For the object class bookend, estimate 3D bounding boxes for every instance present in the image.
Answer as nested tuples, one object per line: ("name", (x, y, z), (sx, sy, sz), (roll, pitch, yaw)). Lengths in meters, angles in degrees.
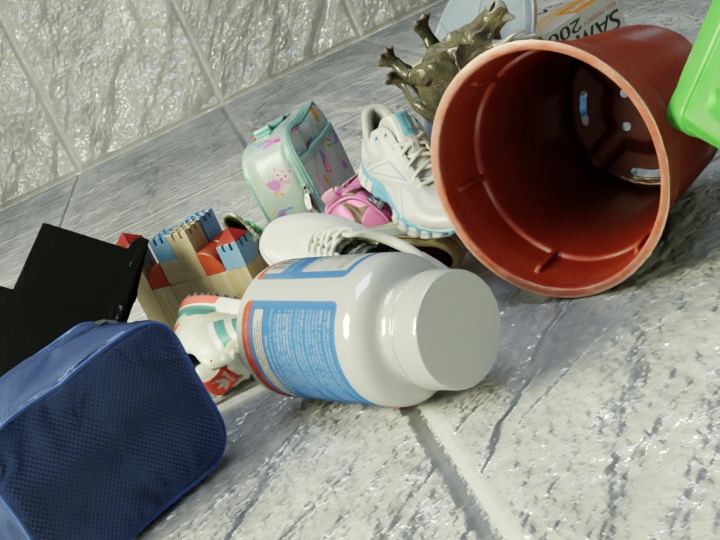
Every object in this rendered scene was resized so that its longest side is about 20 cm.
("bookend", (-0.317, 0.043, 1.019), (0.092, 0.199, 0.200), (116, 168, -49))

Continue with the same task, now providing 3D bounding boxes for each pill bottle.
("pill bottle", (0.005, 0.044, 0.837), (0.112, 0.113, 0.199), (-36, 21, -33))

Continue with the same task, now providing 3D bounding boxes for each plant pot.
("plant pot", (0.192, -0.107, 0.917), (0.200, 0.202, 0.195), (-9, 14, 41))

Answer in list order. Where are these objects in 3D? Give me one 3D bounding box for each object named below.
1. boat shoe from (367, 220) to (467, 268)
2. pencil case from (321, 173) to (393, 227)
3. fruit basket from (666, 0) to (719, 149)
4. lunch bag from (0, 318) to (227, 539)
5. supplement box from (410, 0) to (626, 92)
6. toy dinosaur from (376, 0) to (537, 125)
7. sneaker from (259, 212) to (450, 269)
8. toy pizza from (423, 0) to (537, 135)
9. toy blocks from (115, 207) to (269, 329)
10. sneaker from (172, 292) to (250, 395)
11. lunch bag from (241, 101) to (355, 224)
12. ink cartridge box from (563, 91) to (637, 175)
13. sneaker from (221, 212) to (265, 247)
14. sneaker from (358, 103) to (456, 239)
("boat shoe", (0.000, 0.000, 1.031), (0.199, 0.074, 0.066), (-20, 19, 13))
("pencil case", (0.030, -0.083, 1.194), (0.091, 0.094, 0.200), (-46, 2, 33))
("fruit basket", (0.319, -0.139, 0.797), (0.214, 0.156, 0.216), (12, 33, -8))
("lunch bag", (-0.209, 0.122, 0.856), (0.200, 0.136, 0.132), (-37, 21, -35))
("supplement box", (0.161, -0.216, 1.163), (0.126, 0.074, 0.199), (-37, 21, -33))
("toy dinosaur", (0.073, -0.155, 0.985), (0.077, 0.102, 0.200), (-40, -21, -26))
("sneaker", (-0.009, -0.015, 0.961), (0.199, 0.071, 0.073), (16, 74, 29))
("toy pizza", (0.115, -0.192, 1.056), (0.032, 0.202, 0.200), (10, 5, -22))
("toy blocks", (-0.155, 0.005, 1.126), (0.199, 0.137, 0.100), (-13, 20, 33))
("sneaker", (-0.095, 0.070, 1.002), (0.199, 0.070, 0.094), (-3, 52, 34))
("lunch bag", (-0.060, -0.102, 1.268), (0.077, 0.161, 0.200), (-21, 17, 14))
("ink cartridge box", (0.167, -0.119, 1.137), (0.144, 0.085, 0.200), (-25, 18, -3))
("sneaker", (-0.122, -0.032, 1.269), (0.077, 0.089, 0.200), (-25, 16, 0))
("sneaker", (0.046, -0.097, 1.025), (0.075, 0.087, 0.200), (-23, 33, -18))
